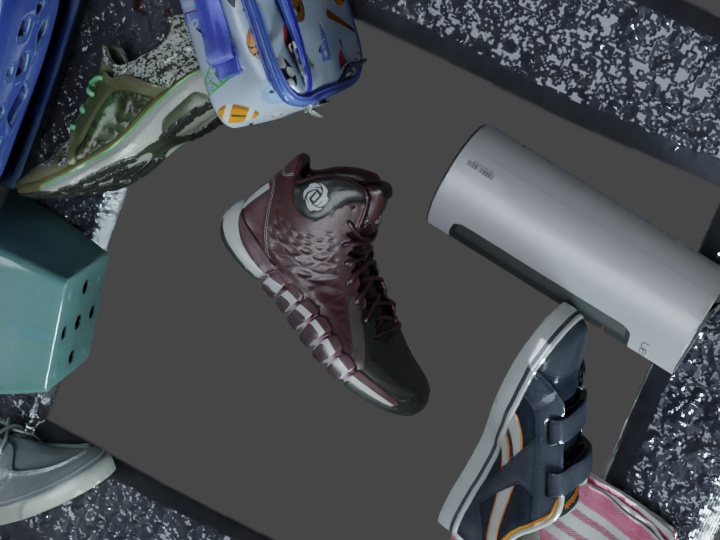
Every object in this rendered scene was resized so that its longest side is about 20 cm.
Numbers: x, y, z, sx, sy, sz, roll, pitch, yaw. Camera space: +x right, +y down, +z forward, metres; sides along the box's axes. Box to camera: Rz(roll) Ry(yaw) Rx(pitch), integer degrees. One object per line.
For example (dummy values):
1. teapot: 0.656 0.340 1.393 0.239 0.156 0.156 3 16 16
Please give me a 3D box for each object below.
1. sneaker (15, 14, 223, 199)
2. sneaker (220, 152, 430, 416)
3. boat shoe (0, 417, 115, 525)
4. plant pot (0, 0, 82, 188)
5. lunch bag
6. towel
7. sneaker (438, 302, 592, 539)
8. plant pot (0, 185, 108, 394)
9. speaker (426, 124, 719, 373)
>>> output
1. sneaker: -0.174 -0.118 1.447 0.200 0.077 0.089 -29 78 19
2. sneaker: 0.000 0.000 1.399 0.200 0.076 0.116 46 110 6
3. boat shoe: -0.284 0.155 1.541 0.200 0.070 0.072 -14 102 26
4. plant pot: -0.319 -0.158 1.422 0.199 0.180 0.201 26 108 13
5. lunch bag: -0.069 -0.194 1.332 0.075 0.160 0.201 -17 95 23
6. towel: 0.123 0.230 1.428 0.146 0.030 0.201 31 111 13
7. sneaker: 0.124 0.115 1.345 0.079 0.078 0.201 33 127 17
8. plant pot: -0.300 0.010 1.484 0.199 0.141 0.142 17 108 9
9. speaker: 0.148 -0.015 1.335 0.200 0.081 0.081 32 111 10
